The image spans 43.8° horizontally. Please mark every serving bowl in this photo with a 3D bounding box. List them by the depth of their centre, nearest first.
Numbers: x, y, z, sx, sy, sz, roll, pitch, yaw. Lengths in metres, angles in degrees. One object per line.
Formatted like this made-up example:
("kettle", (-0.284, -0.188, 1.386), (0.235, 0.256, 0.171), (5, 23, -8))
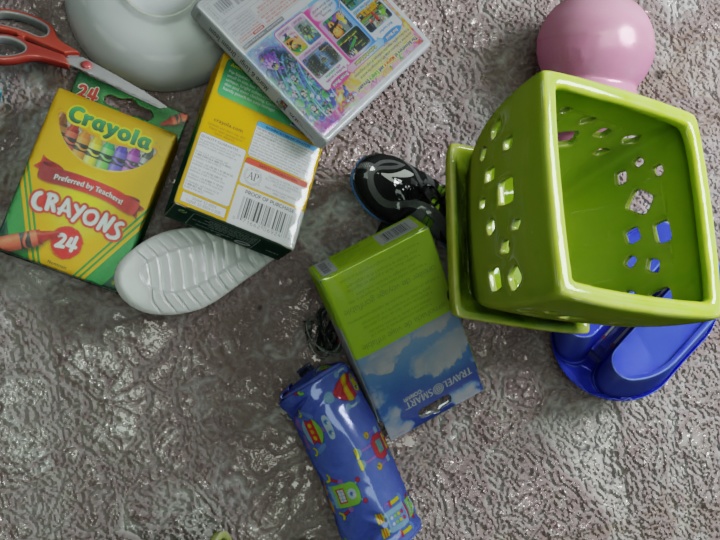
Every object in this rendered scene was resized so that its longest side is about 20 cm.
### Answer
("serving bowl", (-0.202, -0.288, 0.908), (0.198, 0.066, 0.202), (1, 86, -11))

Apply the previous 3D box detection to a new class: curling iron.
("curling iron", (0.000, 0.000, 0.945), (0.049, 0.026, 0.201), (31, 82, -9))

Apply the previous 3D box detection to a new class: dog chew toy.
("dog chew toy", (0.244, -0.188, 0.957), (0.123, 0.125, 0.202), (6, 93, -9))

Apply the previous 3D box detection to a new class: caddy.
("caddy", (0.296, 0.044, 0.957), (0.200, 0.105, 0.141), (-45, 73, -8))

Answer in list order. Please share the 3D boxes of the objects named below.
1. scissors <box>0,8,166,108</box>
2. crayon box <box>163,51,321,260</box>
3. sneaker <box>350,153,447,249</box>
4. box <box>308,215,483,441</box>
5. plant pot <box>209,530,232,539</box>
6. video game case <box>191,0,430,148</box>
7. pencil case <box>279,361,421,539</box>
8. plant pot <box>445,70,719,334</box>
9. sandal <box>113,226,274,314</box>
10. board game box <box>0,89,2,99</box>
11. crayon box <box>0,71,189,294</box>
("scissors", (-0.282, -0.214, 0.895), (0.198, 0.014, 0.074), (14, 53, -4))
("crayon box", (-0.104, -0.127, 0.898), (0.125, 0.052, 0.202), (22, 70, -19))
("sneaker", (0.081, -0.065, 0.925), (0.199, 0.083, 0.071), (29, 74, -15))
("box", (0.040, 0.060, 0.909), (0.121, 0.048, 0.201), (-27, 116, -9))
("plant pot", (-0.215, 0.344, 0.816), (0.182, 0.200, 0.203), (-2, 87, 1))
("video game case", (-0.044, -0.246, 0.917), (0.182, 0.024, 0.200), (46, 56, -5))
("pencil case", (-0.014, 0.190, 0.904), (0.086, 0.078, 0.201), (-25, 91, 19))
("plant pot", (0.187, -0.042, 0.825), (0.198, 0.181, 0.201), (9, 73, -31))
("sandal", (-0.152, -0.011, 0.909), (0.201, 0.050, 0.083), (-23, 92, -25))
("board game box", (-0.466, -0.202, 0.843), (0.151, 0.047, 0.200), (-41, 94, -30))
("crayon box", (-0.264, -0.092, 0.892), (0.126, 0.051, 0.202), (20, 83, -8))
